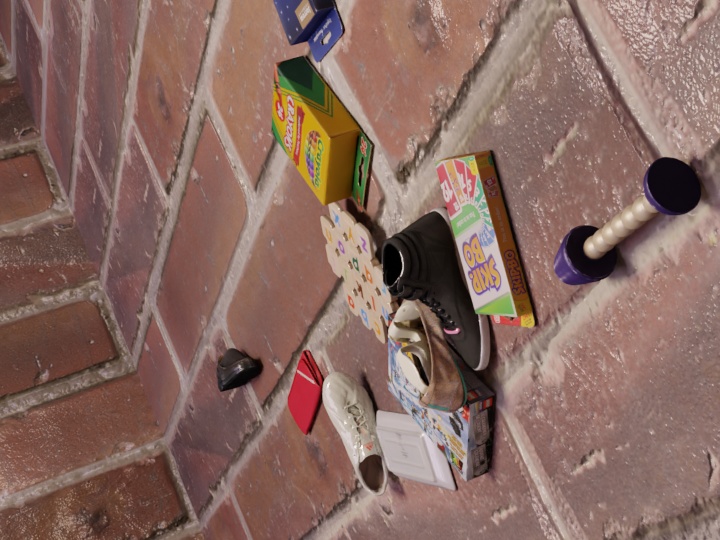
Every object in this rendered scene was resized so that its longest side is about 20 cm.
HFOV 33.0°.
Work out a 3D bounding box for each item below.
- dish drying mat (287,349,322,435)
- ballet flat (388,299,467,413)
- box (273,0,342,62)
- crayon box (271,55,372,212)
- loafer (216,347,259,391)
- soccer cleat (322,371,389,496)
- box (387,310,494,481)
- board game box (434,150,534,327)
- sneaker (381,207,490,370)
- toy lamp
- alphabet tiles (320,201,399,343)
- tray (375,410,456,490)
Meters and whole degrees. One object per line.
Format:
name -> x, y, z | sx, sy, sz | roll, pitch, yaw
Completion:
dish drying mat -> -0.097, 0.214, 2.102 | 0.077, 0.018, 0.200 | 60, 155, 23
ballet flat -> 0.073, 0.087, 1.483 | 0.200, 0.067, 0.068 | -109, 29, -42
box -> -0.086, -0.378, 1.584 | 0.200, 0.032, 0.121 | 68, 158, 4
crayon box -> -0.056, -0.181, 1.647 | 0.200, 0.051, 0.127 | 54, 152, 35
loafer -> -0.249, 0.187, 2.368 | 0.200, 0.073, 0.072 | -35, 71, 66
soccer cleat -> 0.000, 0.246, 1.829 | 0.078, 0.069, 0.200 | -122, 10, -75
box -> 0.100, 0.156, 1.566 | 0.200, 0.040, 0.137 | 48, 149, 44
board game box -> 0.138, -0.031, 1.349 | 0.096, 0.030, 0.200 | 1, 111, 67
sneaker -> 0.083, 0.034, 1.430 | 0.071, 0.099, 0.200 | -5, 104, 65
toy lamp -> 0.231, -0.035, 1.088 | 0.058, 0.058, 0.200 | 66, 158, 11
alphabet tiles -> 0.000, 0.000, 1.696 | 0.200, 0.015, 0.196 | 43, 151, 49
tray -> 0.071, 0.259, 1.742 | 0.200, 0.022, 0.107 | -8, 99, 68
